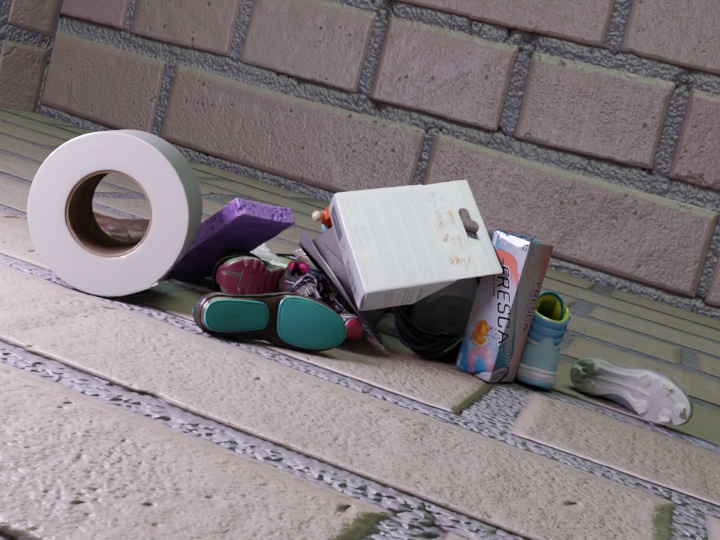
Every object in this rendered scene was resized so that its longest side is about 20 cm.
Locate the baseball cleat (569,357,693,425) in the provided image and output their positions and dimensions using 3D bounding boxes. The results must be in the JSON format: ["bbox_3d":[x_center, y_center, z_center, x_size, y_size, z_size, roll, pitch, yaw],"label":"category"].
[{"bbox_3d":[0.399,0.166,1.520,0.106,0.071,0.199,7,12,-46],"label":"baseball cleat"}]

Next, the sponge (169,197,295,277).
[{"bbox_3d":[-0.198,-0.043,1.535,0.199,0.030,0.111,-30,-22,35],"label":"sponge"}]

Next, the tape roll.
[{"bbox_3d":[-0.308,-0.077,1.360,0.200,0.205,0.139,15,8,-4],"label":"tape roll"}]

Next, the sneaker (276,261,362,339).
[{"bbox_3d":[-0.063,0.044,1.458,0.080,0.076,0.199,10,10,-35],"label":"sneaker"}]

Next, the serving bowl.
[{"bbox_3d":[0.147,0.044,1.605,0.197,0.201,0.066,16,47,2],"label":"serving bowl"}]

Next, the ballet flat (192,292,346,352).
[{"bbox_3d":[-0.114,0.056,1.315,0.198,0.069,0.068,12,0,-26],"label":"ballet flat"}]

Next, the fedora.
[{"bbox_3d":[0.000,0.000,1.502,0.200,0.090,0.177,47,-4,48],"label":"fedora"}]

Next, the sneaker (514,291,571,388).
[{"bbox_3d":[0.256,0.088,1.562,0.078,0.132,0.200,13,7,-9],"label":"sneaker"}]

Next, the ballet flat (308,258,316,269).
[{"bbox_3d":[-0.008,-0.010,1.616,0.198,0.063,0.067,-11,-26,41],"label":"ballet flat"}]

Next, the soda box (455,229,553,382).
[{"bbox_3d":[0.197,0.049,1.460,0.063,0.203,0.068,22,11,39],"label":"soda box"}]

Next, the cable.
[{"bbox_3d":[0.130,0.046,1.484,0.198,0.165,0.051,15,18,-37],"label":"cable"}]

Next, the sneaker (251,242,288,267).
[{"bbox_3d":[-0.172,-0.036,1.656,0.198,0.100,0.078,20,-20,22],"label":"sneaker"}]

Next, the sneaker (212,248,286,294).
[{"bbox_3d":[-0.173,0.010,1.504,0.086,0.075,0.200,16,4,18],"label":"sneaker"}]

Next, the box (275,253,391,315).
[{"bbox_3d":[-0.064,0.021,1.721,0.198,0.047,0.158,20,9,30],"label":"box"}]

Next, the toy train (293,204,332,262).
[{"bbox_3d":[-0.024,-0.060,1.659,0.148,0.056,0.200,17,-24,-16],"label":"toy train"}]

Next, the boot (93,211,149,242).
[{"bbox_3d":[-0.356,-0.066,1.608,0.198,0.065,0.186,-5,32,-42],"label":"boot"}]

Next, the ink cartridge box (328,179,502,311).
[{"bbox_3d":[0.072,-0.037,1.439,0.197,0.057,0.164,-5,59,-21],"label":"ink cartridge box"}]
